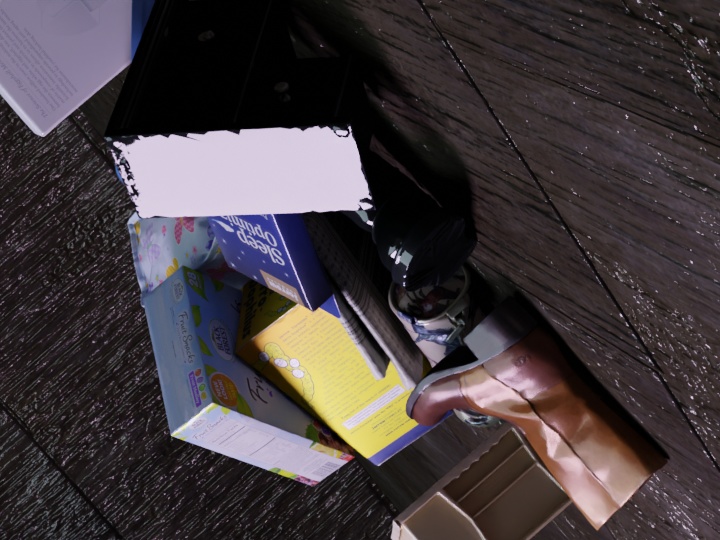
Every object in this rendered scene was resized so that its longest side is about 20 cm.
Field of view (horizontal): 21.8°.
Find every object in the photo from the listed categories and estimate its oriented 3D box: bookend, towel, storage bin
[{"bbox_3d":[-0.075,-0.145,1.480,0.199,0.199,0.092,-1,137,17],"label":"bookend"},{"bbox_3d":[0.000,0.000,1.761,0.200,0.034,0.193,54,-160,-21],"label":"towel"},{"bbox_3d":[0.134,0.215,1.766,0.094,0.198,0.200,48,172,10],"label":"storage bin"}]

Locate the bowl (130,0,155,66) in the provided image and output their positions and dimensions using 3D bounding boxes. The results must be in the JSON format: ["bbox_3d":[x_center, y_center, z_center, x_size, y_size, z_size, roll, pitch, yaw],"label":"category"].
[{"bbox_3d":[-0.191,-0.209,1.721,0.201,0.039,0.201,180,90,-84],"label":"bowl"}]

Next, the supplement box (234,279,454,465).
[{"bbox_3d":[-0.013,0.076,1.827,0.200,0.109,0.109,41,-152,-24],"label":"supplement box"}]

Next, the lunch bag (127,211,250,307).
[{"bbox_3d":[-0.116,-0.043,1.897,0.200,0.169,0.128,-30,66,53],"label":"lunch bag"}]

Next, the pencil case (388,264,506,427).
[{"bbox_3d":[0.094,0.068,1.731,0.200,0.078,0.090,58,-178,-47],"label":"pencil case"}]

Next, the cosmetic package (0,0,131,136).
[{"bbox_3d":[-0.319,-0.276,1.915,0.200,0.200,0.123,51,172,-12],"label":"cosmetic package"}]

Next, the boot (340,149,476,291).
[{"bbox_3d":[0.009,-0.060,1.511,0.162,0.073,0.198,40,-174,11],"label":"boot"}]

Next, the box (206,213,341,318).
[{"bbox_3d":[-0.089,-0.038,1.634,0.121,0.032,0.200,27,150,41],"label":"box"}]

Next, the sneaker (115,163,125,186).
[{"bbox_3d":[-0.164,-0.098,1.751,0.200,0.066,0.078,19,160,37],"label":"sneaker"}]

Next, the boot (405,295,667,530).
[{"bbox_3d":[0.149,0.141,1.624,0.200,0.068,0.188,47,130,4],"label":"boot"}]

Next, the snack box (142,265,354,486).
[{"bbox_3d":[-0.109,0.105,1.836,0.200,0.068,0.169,24,-142,-42],"label":"snack box"}]
